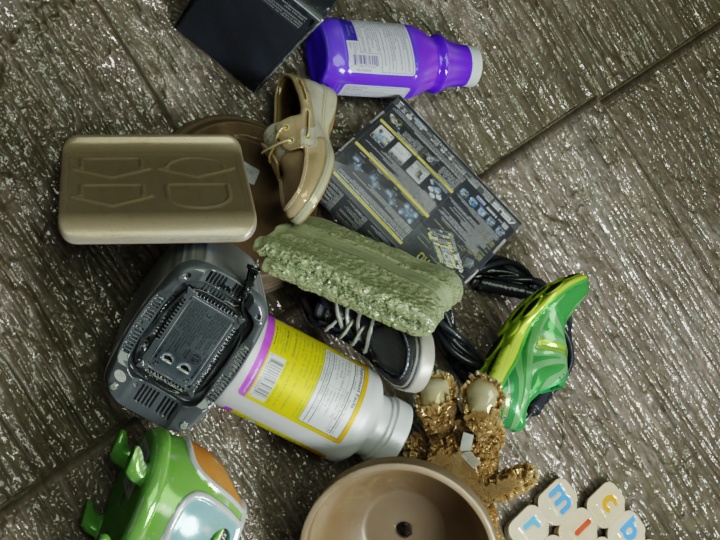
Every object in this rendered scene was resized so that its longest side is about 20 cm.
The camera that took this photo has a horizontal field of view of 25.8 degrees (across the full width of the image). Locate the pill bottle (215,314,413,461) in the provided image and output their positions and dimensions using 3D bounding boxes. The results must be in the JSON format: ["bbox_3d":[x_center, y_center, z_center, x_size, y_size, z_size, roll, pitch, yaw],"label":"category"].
[{"bbox_3d":[-0.049,0.126,1.593,0.199,0.104,0.105,28,66,-17],"label":"pill bottle"}]

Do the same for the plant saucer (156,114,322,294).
[{"bbox_3d":[-0.129,-0.072,1.652,0.198,0.029,0.202,7,73,-23],"label":"plant saucer"}]

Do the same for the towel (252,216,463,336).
[{"bbox_3d":[0.000,0.000,1.578,0.199,0.037,0.148,25,22,10],"label":"towel"}]

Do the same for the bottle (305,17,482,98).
[{"bbox_3d":[0.040,-0.234,1.753,0.198,0.065,0.084,0,64,-26],"label":"bottle"}]

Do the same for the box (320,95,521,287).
[{"bbox_3d":[0.060,-0.072,1.704,0.200,0.049,0.161,46,49,-1],"label":"box"}]

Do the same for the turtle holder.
[{"bbox_3d":[-0.187,0.248,1.472,0.131,0.141,0.187,23,67,-18],"label":"turtle holder"}]

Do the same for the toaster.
[{"bbox_3d":[-0.163,0.045,1.515,0.113,0.129,0.201,30,106,-16],"label":"toaster"}]

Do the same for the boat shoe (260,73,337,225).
[{"bbox_3d":[-0.071,-0.130,1.632,0.069,0.074,0.201,28,37,-22],"label":"boat shoe"}]

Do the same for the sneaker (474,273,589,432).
[{"bbox_3d":[0.189,0.088,1.687,0.083,0.074,0.201,41,68,-12],"label":"sneaker"}]

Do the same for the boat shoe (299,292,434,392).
[{"bbox_3d":[0.002,0.061,1.594,0.092,0.200,0.075,12,104,-23],"label":"boat shoe"}]

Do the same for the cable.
[{"bbox_3d":[0.157,0.060,1.739,0.163,0.051,0.200,-42,95,-28],"label":"cable"}]

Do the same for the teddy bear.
[{"bbox_3d":[0.111,0.196,1.631,0.201,0.144,0.067,69,20,-9],"label":"teddy bear"}]

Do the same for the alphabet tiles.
[{"bbox_3d":[0.244,0.334,1.726,0.195,0.015,0.201,-38,94,-28],"label":"alphabet tiles"}]

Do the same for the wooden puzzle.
[{"bbox_3d":[-0.200,-0.072,1.537,0.183,0.200,0.047,-1,120,-9],"label":"wooden puzzle"}]

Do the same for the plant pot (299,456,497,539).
[{"bbox_3d":[0.041,0.274,1.578,0.199,0.093,0.203,1,103,6],"label":"plant pot"}]

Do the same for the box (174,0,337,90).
[{"bbox_3d":[-0.075,-0.326,1.649,0.123,0.198,0.201,36,64,-10],"label":"box"}]
